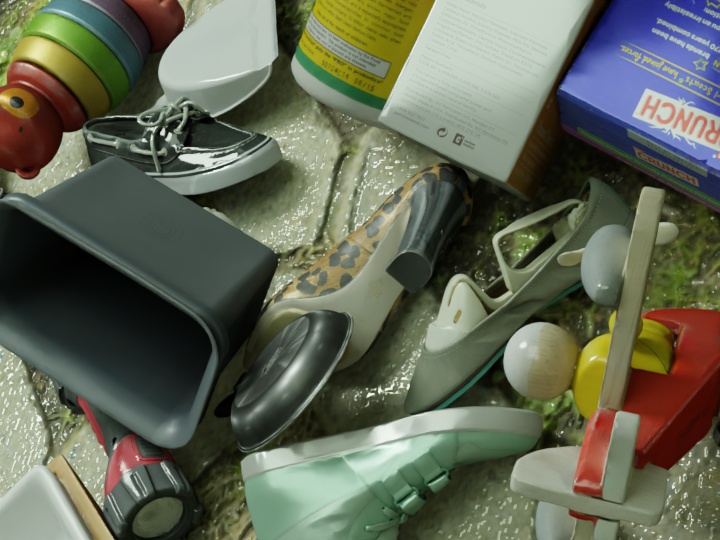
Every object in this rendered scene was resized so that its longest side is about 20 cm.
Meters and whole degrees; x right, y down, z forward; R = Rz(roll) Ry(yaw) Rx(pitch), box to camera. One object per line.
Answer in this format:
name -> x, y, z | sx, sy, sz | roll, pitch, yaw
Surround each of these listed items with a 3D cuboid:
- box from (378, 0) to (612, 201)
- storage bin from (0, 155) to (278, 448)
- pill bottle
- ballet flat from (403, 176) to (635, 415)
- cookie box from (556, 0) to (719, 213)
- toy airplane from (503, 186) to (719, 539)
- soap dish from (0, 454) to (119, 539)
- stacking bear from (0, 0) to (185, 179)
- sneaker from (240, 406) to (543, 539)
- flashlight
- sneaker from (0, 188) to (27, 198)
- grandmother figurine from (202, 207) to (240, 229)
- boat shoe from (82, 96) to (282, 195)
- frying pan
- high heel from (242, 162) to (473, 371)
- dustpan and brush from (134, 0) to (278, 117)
box -> 0.109, -0.161, 0.919 | 0.097, 0.124, 0.202 | 27, 95, 15
storage bin -> -0.163, 0.016, 1.002 | 0.199, 0.146, 0.134 | 31, 37, 11
pill bottle -> 0.034, -0.215, 1.019 | 0.113, 0.112, 0.201 | 45, 118, 43
ballet flat -> 0.093, 0.013, 0.912 | 0.200, 0.064, 0.067 | -39, 13, 3
cookie box -> 0.245, -0.145, 0.871 | 0.170, 0.075, 0.201 | 31, 82, 20
toy airplane -> 0.134, 0.076, 0.761 | 0.140, 0.199, 0.201 | 24, 78, 30
soap dish -> -0.214, 0.251, 0.962 | 0.157, 0.081, 0.200 | -46, 48, 1
stacking bear -> -0.262, -0.171, 1.216 | 0.121, 0.114, 0.201 | 34, 66, 0
sneaker -> 0.029, 0.156, 0.878 | 0.198, 0.074, 0.119 | -15, 77, 10
flashlight -> -0.184, 0.126, 1.037 | 0.067, 0.068, 0.200 | -33, 43, -9
sneaker -> -0.335, -0.072, 1.239 | 0.145, 0.077, 0.204 | -20, 62, 37
grandmother figurine -> -0.178, -0.021, 1.127 | 0.198, 0.061, 0.122 | 0, 56, 31
boat shoe -> -0.153, -0.108, 1.144 | 0.198, 0.069, 0.073 | 4, 31, 41
frying pan -> -0.058, 0.065, 0.946 | 0.115, 0.031, 0.190 | -51, 16, -5
high heel -> 0.000, 0.000, 1.011 | 0.199, 0.071, 0.143 | -33, 18, 35
dustpan and brush -> -0.150, -0.164, 1.207 | 0.198, 0.057, 0.140 | -21, 41, 13
